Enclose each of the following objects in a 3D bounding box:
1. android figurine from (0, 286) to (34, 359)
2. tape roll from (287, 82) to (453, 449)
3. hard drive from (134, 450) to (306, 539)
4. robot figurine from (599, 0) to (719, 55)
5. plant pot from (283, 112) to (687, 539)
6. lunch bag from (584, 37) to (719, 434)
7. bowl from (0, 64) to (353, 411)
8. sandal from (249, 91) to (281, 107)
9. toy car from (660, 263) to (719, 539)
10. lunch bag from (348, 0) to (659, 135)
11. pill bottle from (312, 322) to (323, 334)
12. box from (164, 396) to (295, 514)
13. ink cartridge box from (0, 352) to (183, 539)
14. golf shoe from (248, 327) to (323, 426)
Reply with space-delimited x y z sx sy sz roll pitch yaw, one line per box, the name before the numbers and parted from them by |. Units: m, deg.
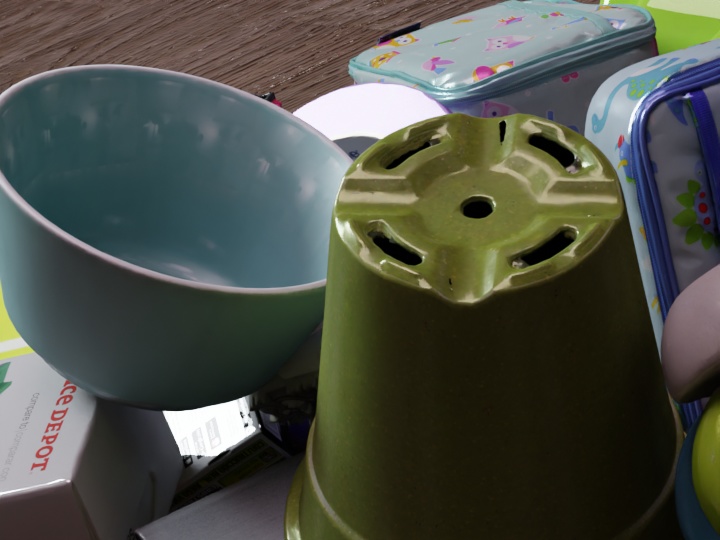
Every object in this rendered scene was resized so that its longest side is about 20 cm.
android figurine | -0.186 0.022 1.468 0.181 0.041 0.201 -11 60 47
tape roll | 0.000 0.000 1.454 0.199 0.066 0.201 -20 55 31
hard drive | 0.015 0.129 1.226 0.199 0.033 0.140 -24 43 -20
robot figurine | 0.244 -0.130 1.668 0.199 0.116 0.175 17 1 27
plant pot | 0.056 0.039 1.154 0.199 0.191 0.201 -3 40 3
lunch bag | 0.195 -0.012 1.278 0.160 0.201 0.082 -16 13 -19
bowl | -0.097 -0.005 1.295 0.199 0.106 0.201 14 30 -8
sandal | -0.079 -0.088 1.536 0.075 0.045 0.200 9 0 26
toy car | 0.217 0.072 1.134 0.199 0.176 0.150 -27 -14 -26
lunch bag | 0.090 -0.114 1.596 0.160 0.078 0.200 -22 17 -15
pill bottle | -0.067 -0.007 1.640 0.199 0.117 0.116 3 26 44
box | -0.107 0.049 1.436 0.110 0.035 0.201 -34 45 17
ink cartridge box | -0.203 0.117 1.313 0.199 0.085 0.146 -13 27 14
golf shoe | 0.032 0.016 1.333 0.199 0.098 0.078 -20 -24 13
